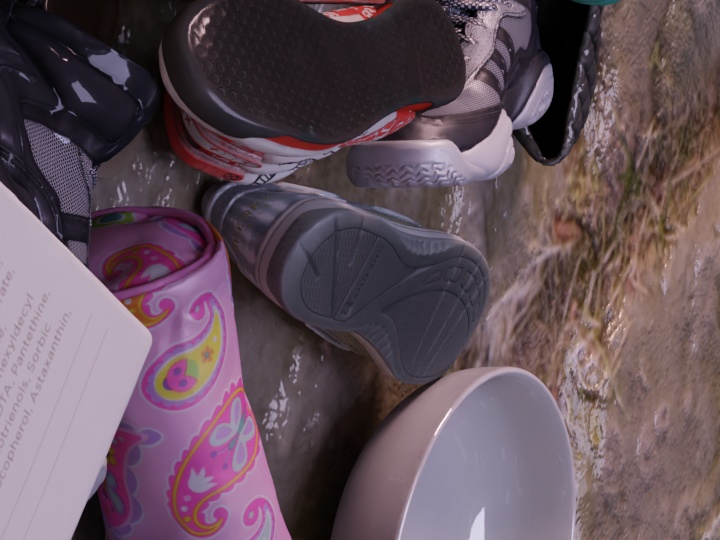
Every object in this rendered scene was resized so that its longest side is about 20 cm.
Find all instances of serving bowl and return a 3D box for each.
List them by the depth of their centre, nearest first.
[{"bbox_3d":[0.037,0.145,1.230,0.200,0.066,0.200,-18,111,-57],"label":"serving bowl"}]

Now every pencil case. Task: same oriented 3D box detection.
[{"bbox_3d":[-0.079,0.074,1.003,0.087,0.087,0.200,-45,134,-46],"label":"pencil case"}]

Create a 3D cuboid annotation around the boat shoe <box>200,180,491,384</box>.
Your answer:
[{"bbox_3d":[-0.001,0.001,1.136,0.074,0.065,0.202,-61,150,5],"label":"boat shoe"}]

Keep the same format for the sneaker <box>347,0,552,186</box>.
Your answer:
[{"bbox_3d":[0.038,-0.110,1.143,0.200,0.075,0.114,-46,132,-65],"label":"sneaker"}]

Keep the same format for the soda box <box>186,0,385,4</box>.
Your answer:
[{"bbox_3d":[-0.056,-0.143,0.986,0.200,0.064,0.068,-10,102,-66],"label":"soda box"}]

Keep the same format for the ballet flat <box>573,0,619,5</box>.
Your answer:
[{"bbox_3d":[0.147,-0.224,1.182,0.070,0.067,0.200,-7,119,-84],"label":"ballet flat"}]

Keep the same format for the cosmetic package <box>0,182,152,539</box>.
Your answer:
[{"bbox_3d":[-0.197,0.034,0.705,0.200,0.167,0.166,51,54,-52],"label":"cosmetic package"}]

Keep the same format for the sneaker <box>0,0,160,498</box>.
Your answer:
[{"bbox_3d":[-0.115,-0.015,0.891,0.114,0.075,0.200,-47,133,-41],"label":"sneaker"}]

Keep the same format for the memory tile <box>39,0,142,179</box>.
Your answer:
[{"bbox_3d":[-0.151,-0.064,0.911,0.200,0.017,0.153,-48,136,-45],"label":"memory tile"}]

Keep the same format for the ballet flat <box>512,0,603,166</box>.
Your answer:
[{"bbox_3d":[0.100,-0.146,1.255,0.057,0.066,0.200,-98,-179,-54],"label":"ballet flat"}]

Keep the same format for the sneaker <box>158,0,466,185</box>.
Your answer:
[{"bbox_3d":[-0.047,-0.068,0.986,0.201,0.108,0.067,-15,85,-59],"label":"sneaker"}]
